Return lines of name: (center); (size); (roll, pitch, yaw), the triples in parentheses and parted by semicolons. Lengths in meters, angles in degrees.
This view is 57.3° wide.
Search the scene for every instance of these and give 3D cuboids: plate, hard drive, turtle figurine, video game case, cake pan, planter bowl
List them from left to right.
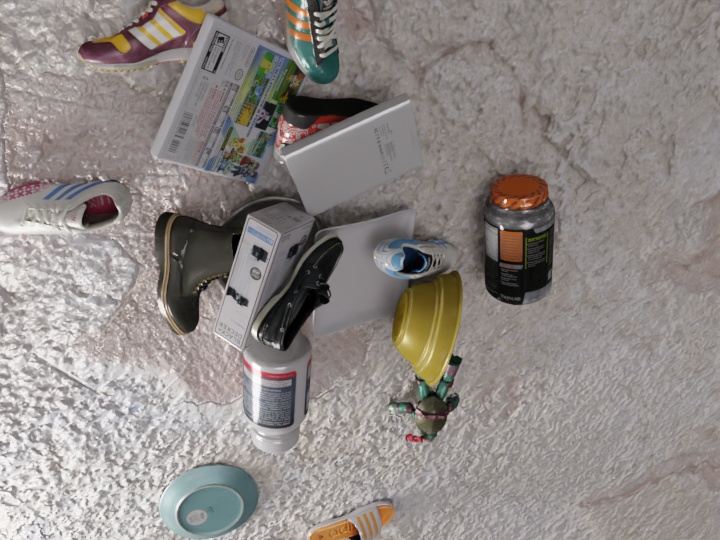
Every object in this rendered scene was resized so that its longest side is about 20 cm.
plate: (-0.299, 0.470, 1.311); (0.195, 0.026, 0.204); (-8, 121, -14)
video game case: (-0.176, -0.229, 0.921); (0.180, 0.022, 0.202); (8, 117, -49)
cake pan: (-0.142, -0.032, 1.072); (0.195, 0.037, 0.204); (-8, 120, -13)
hard drive: (-0.007, -0.167, 0.979); (0.196, 0.027, 0.133); (-24, 141, -2)
plate: (0.000, 0.000, 1.114); (0.197, 0.032, 0.204); (-16, 125, -30)
planter bowl: (0.104, 0.089, 1.138); (0.082, 0.201, 0.204); (14, 115, -7)
turtle figurine: (0.137, 0.261, 1.295); (0.146, 0.101, 0.205); (0, 113, -17)

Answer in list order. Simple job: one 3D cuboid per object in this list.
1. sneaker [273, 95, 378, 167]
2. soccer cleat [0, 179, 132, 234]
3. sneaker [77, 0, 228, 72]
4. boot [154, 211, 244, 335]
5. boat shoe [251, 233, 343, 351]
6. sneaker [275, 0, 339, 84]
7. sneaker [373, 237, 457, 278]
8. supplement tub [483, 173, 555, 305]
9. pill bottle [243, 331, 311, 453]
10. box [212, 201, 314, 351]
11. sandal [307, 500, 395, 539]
sneaker: (-0.037, -0.199, 1.002); (0.197, 0.068, 0.109); (-2, 138, -30)
soccer cleat: (-0.422, -0.085, 0.925); (0.195, 0.087, 0.071); (-12, 122, -11)
sneaker: (-0.270, -0.317, 0.855); (0.196, 0.075, 0.092); (-16, 125, -19)
boot: (-0.237, 0.018, 1.012); (0.135, 0.078, 0.204); (9, 122, 15)
boat shoe: (-0.077, 0.036, 0.988); (0.200, 0.065, 0.075); (-49, 150, -19)
sneaker: (-0.063, -0.347, 0.885); (0.071, 0.079, 0.203); (-43, 128, -31)
sneaker: (0.105, -0.016, 1.115); (0.197, 0.072, 0.073); (0, 112, -46)
supplement tub: (0.274, -0.054, 1.143); (0.120, 0.123, 0.204); (-13, 122, -10)
pill bottle: (-0.148, 0.214, 1.160); (0.117, 0.120, 0.204); (-3, 119, -16)
box: (-0.146, 0.008, 0.997); (0.059, 0.116, 0.203); (27, 114, 13)
sandal: (-0.014, 0.572, 1.438); (0.202, 0.059, 0.081); (-17, 123, -8)
